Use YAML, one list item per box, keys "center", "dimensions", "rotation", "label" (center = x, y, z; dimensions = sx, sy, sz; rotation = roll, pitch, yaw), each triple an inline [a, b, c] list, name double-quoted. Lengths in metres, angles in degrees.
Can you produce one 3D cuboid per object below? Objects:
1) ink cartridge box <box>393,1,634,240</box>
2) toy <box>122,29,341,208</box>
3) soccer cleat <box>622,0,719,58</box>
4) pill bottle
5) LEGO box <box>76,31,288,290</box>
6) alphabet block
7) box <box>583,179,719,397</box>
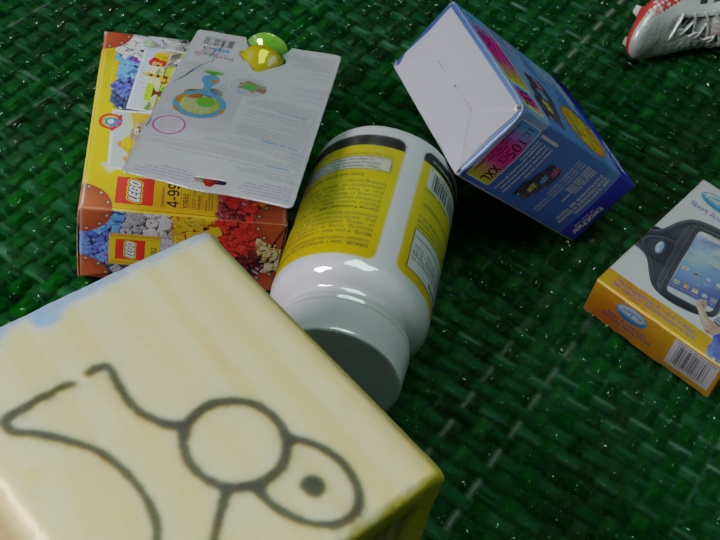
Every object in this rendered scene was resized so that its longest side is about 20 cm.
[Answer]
- center: [0.134, -0.112, 0.975]
  dimensions: [0.200, 0.076, 0.137]
  rotation: [26, 30, -46]
  label: "ink cartridge box"
- center: [-0.087, -0.102, 0.869]
  dimensions: [0.115, 0.047, 0.200]
  rotation: [12, 43, 2]
  label: "toy"
- center: [0.339, -0.251, 1.200]
  dimensions: [0.085, 0.069, 0.200]
  rotation: [38, 46, 26]
  label: "soccer cleat"
- center: [0.000, 0.000, 0.857]
  dimensions: [0.114, 0.115, 0.200]
  rotation: [15, 46, 1]
  label: "pill bottle"
- center: [-0.134, -0.087, 0.928]
  dimensions: [0.148, 0.077, 0.200]
  rotation: [4, 47, -10]
  label: "LEGO box"
- center: [-0.103, 0.136, 0.652]
  dimensions: [0.195, 0.197, 0.200]
  rotation: [-29, 60, -31]
  label: "alphabet block"
- center: [0.284, 0.003, 0.972]
  dimensions: [0.119, 0.042, 0.200]
  rotation: [37, 53, 20]
  label: "box"
